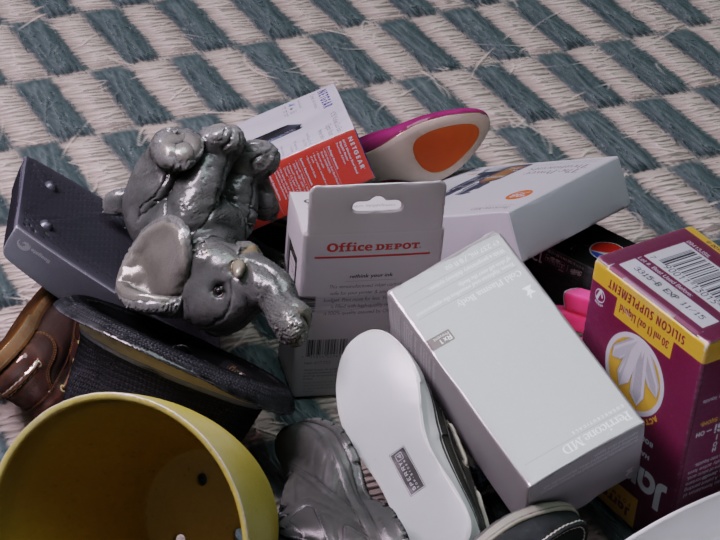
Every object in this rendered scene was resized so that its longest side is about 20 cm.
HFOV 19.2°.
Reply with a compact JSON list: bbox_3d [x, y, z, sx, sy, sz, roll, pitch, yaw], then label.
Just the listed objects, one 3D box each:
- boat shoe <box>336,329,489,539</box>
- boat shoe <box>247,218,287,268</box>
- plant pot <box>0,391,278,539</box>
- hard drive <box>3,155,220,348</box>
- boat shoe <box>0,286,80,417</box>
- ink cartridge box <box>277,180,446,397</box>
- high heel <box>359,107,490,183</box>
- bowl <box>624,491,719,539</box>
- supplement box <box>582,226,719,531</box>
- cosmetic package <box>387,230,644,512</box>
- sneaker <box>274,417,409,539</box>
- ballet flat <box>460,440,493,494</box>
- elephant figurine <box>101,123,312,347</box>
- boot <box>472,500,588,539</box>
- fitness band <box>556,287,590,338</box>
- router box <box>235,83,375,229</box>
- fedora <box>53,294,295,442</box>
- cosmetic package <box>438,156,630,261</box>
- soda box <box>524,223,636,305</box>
[{"bbox_3d":[0.040,0.138,1.586,0.071,0.064,0.200,-30,62,16],"label":"boat shoe"},{"bbox_3d":[-0.014,-0.004,1.827,0.200,0.068,0.072,11,27,16],"label":"boat shoe"},{"bbox_3d":[-0.135,0.178,1.457,0.200,0.200,0.142,20,9,21],"label":"plant pot"},{"bbox_3d":[-0.205,-0.003,1.748,0.200,0.042,0.135,33,23,-22],"label":"hard drive"},{"bbox_3d":[-0.249,0.059,1.714,0.070,0.070,0.200,42,23,-10],"label":"boat shoe"},{"bbox_3d":[0.000,0.000,1.712,0.116,0.200,0.068,-3,34,-13],"label":"ink cartridge box"},{"bbox_3d":[0.019,-0.114,1.963,0.200,0.067,0.096,-22,31,-3],"label":"high heel"},{"bbox_3d":[0.283,0.248,1.488,0.200,0.075,0.200,-21,42,-34],"label":"bowl"},{"bbox_3d":[0.239,0.089,1.610,0.103,0.200,0.131,-18,39,-31],"label":"supplement box"},{"bbox_3d":[0.114,0.083,1.589,0.107,0.090,0.200,-29,58,-15],"label":"cosmetic package"},{"bbox_3d":[-0.031,0.178,1.556,0.091,0.076,0.200,-18,34,-15],"label":"sneaker"},{"bbox_3d":[0.105,0.124,1.659,0.200,0.074,0.074,-24,43,-37],"label":"ballet flat"},{"bbox_3d":[-0.124,-0.005,1.670,0.141,0.155,0.200,1,62,-13],"label":"elephant figurine"},{"bbox_3d":[0.120,0.252,1.465,0.203,0.074,0.154,-26,48,-35],"label":"boot"},{"bbox_3d":[0.146,0.050,1.744,0.144,0.037,0.200,-10,12,-22],"label":"fitness band"},{"bbox_3d":[-0.087,-0.090,1.869,0.179,0.049,0.200,-23,17,0],"label":"router box"},{"bbox_3d":[-0.153,0.094,1.615,0.200,0.092,0.201,23,1,-1],"label":"fedora"},{"bbox_3d":[0.112,-0.050,1.868,0.151,0.052,0.200,-29,18,-39],"label":"cosmetic package"},{"bbox_3d":[0.239,0.024,1.837,0.200,0.063,0.071,29,38,31],"label":"soda box"}]
